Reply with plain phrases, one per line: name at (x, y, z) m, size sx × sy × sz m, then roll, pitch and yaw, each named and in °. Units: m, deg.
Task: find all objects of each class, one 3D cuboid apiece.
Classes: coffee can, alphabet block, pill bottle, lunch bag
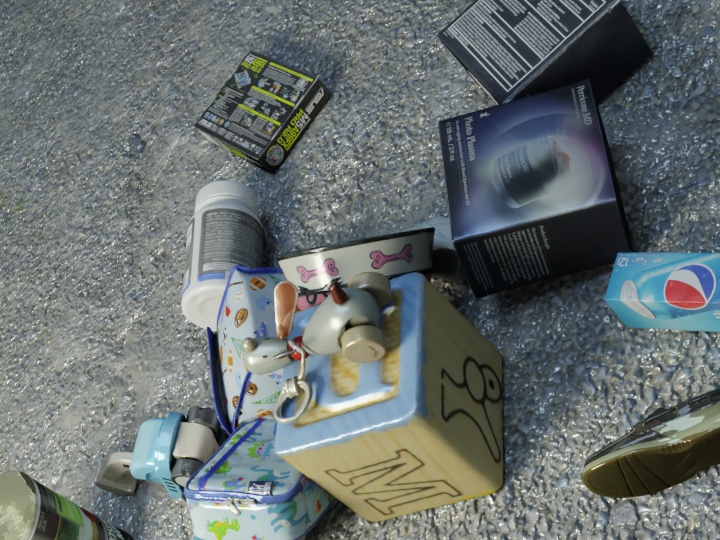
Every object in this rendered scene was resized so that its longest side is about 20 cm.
coffee can at (-0.410, 0.371, 1.799) m, size 0.145 × 0.200 × 0.148 m, roll -21°, pitch 49°, yaw 26°
alphabet block at (0.039, 0.151, 1.591) m, size 0.194 × 0.200 × 0.197 m, roll -17°, pitch 49°, yaw 29°
pill bottle at (-0.197, -0.024, 1.980) m, size 0.113 × 0.114 × 0.202 m, roll -21°, pitch 48°, yaw 26°
lunch bag at (-0.111, 0.250, 1.645) m, size 0.159 × 0.084 × 0.200 m, roll -1°, pitch 20°, yaw 26°
lunch bag at (-0.134, 0.120, 1.786) m, size 0.201 × 0.122 × 0.171 m, roll 113°, pitch 152°, yaw -46°

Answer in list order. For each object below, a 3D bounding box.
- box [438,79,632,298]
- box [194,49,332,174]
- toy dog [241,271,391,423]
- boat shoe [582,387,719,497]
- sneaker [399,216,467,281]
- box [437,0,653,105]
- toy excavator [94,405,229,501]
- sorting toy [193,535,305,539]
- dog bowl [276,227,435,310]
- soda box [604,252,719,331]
box at (0.208, -0.100, 1.653) m, size 0.196 × 0.124 × 0.202 m, roll -14°, pitch 50°, yaw 12°
box at (-0.156, -0.253, 2.168) m, size 0.199 × 0.044 × 0.161 m, roll 28°, pitch 79°, yaw 47°
toy dog at (-0.057, 0.062, 1.515) m, size 0.199 × 0.096 × 0.133 m, roll -36°, pitch 43°, yaw 12°
boat shoe at (0.325, 0.177, 1.437) m, size 0.199 × 0.072 × 0.066 m, roll -26°, pitch 36°, yaw 23°
sneaker at (0.078, -0.027, 1.799) m, size 0.198 × 0.071 × 0.081 m, roll -3°, pitch 43°, yaw 34°
box at (0.243, -0.299, 1.812) m, size 0.198 × 0.123 × 0.201 m, roll -42°, pitch 44°, yaw 8°
toy excavator at (-0.277, 0.253, 1.839) m, size 0.197 × 0.195 × 0.101 m, roll 7°, pitch 60°, yaw 11°
sorting toy at (-0.156, 0.332, 1.688) m, size 0.199 × 0.037 × 0.185 m, roll -37°, pitch 18°, yaw 10°
dog bowl at (0.000, 0.000, 1.679) m, size 0.198 × 0.199 × 0.075 m, roll -9°, pitch 91°, yaw 34°
soda box at (0.374, 0.024, 1.504) m, size 0.198 × 0.068 × 0.065 m, roll 0°, pitch 60°, yaw 40°
